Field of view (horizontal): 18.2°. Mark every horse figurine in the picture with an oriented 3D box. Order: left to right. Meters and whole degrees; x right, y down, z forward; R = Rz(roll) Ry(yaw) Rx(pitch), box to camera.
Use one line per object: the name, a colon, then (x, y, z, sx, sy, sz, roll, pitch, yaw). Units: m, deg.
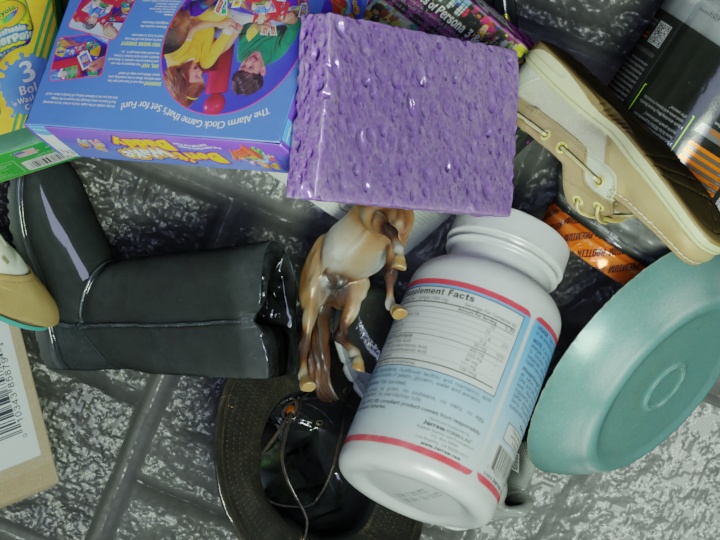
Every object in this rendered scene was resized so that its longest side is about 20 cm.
horse figurine: (0.000, 0.000, 1.513, 0.050, 0.133, 0.200, 17, 133, -20)

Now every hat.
hat: (-0.046, 0.145, 1.601, 0.081, 0.201, 0.201, -20, 104, 46)

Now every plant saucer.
plant saucer: (0.198, 0.071, 1.543, 0.036, 0.200, 0.200, 42, 100, 29)

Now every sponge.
sponge: (0.030, -0.093, 1.406, 0.030, 0.200, 0.112, 3, 90, 39)

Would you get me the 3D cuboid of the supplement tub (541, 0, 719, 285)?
supplement tub: (0.217, -0.089, 1.543, 0.122, 0.123, 0.200, 33, 100, -6)

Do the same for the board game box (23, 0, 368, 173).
board game box: (-0.104, -0.136, 1.422, 0.200, 0.045, 0.135, 6, 70, 32)

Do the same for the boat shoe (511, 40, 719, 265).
boat shoe: (0.162, -0.065, 1.463, 0.066, 0.074, 0.200, -49, 53, 17)

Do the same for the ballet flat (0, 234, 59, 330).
ballet flat: (-0.277, -0.014, 1.495, 0.200, 0.069, 0.063, 20, 103, -34)

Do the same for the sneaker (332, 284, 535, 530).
sneaker: (0.067, 0.091, 1.577, 0.075, 0.115, 0.200, -41, 110, -34)

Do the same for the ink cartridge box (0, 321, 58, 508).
ink cartridge box: (-0.315, 0.080, 1.561, 0.165, 0.075, 0.200, -22, 104, -36)

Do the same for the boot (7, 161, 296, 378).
boot: (-0.140, -0.005, 1.538, 0.200, 0.066, 0.165, 1, 109, 37)

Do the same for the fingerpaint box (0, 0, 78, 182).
fingerpaint box: (-0.293, -0.137, 1.532, 0.200, 0.073, 0.167, -16, 79, 4)

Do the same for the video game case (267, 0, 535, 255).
video game case: (0.025, -0.113, 1.517, 0.181, 0.036, 0.200, -43, 134, 16)

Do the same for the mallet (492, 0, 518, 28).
mallet: (0.089, -0.198, 1.568, 0.066, 0.041, 0.200, 2, 105, 0)

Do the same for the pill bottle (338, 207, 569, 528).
pill bottle: (0.068, 0.061, 1.493, 0.109, 0.109, 0.200, 25, 69, -5)
